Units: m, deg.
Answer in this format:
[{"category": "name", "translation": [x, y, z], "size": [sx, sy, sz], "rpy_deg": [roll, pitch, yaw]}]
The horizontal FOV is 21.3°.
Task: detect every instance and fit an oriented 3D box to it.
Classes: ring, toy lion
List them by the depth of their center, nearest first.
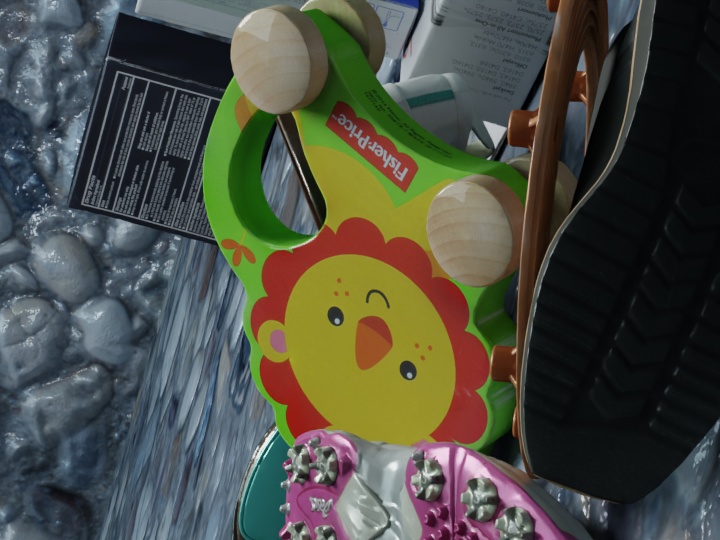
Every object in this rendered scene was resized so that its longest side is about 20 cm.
[{"category": "ring", "translation": [0.073, -0.022, 0.732], "size": [0.200, 0.019, 0.202], "rpy_deg": [6, -90, -78]}, {"category": "toy lion", "translation": [0.000, 0.000, 0.897], "size": [0.068, 0.200, 0.192], "rpy_deg": [-24, -30, -52]}]

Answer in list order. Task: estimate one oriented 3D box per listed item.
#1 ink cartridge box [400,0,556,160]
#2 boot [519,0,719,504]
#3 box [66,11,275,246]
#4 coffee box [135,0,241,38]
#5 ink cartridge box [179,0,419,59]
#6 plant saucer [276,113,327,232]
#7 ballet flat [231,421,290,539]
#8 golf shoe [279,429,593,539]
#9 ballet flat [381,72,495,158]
[{"category": "ink cartridge box", "translation": [0.071, -0.161, 1.013], "size": [0.201, 0.066, 0.117], "rpy_deg": [115, 166, -48]}, {"category": "boot", "translation": [0.101, -0.015, 0.681], "size": [0.138, 0.077, 0.201], "rpy_deg": [127, 166, -81]}, {"category": "box", "translation": [-0.207, -0.156, 2.145], "size": [0.124, 0.197, 0.201], "rpy_deg": [-92, 20, -56]}, {"category": "coffee box", "translation": [-0.052, -0.310, 1.508], "size": [0.198, 0.198, 0.201], "rpy_deg": [116, 164, -51]}, {"category": "ink cartridge box", "translation": [-0.064, -0.185, 1.025], "size": [0.044, 0.198, 0.095], "rpy_deg": [116, 165, -51]}, {"category": "plant saucer", "translation": [0.004, -0.003, 1.032], "size": [0.200, 0.036, 0.202], "rpy_deg": [157, 90, -89]}, {"category": "ballet flat", "translation": [-0.055, 0.184, 1.242], "size": [0.068, 0.067, 0.202], "rpy_deg": [122, 161, -85]}, {"category": "golf shoe", "translation": [0.047, 0.105, 0.786], "size": [0.199, 0.091, 0.076], "rpy_deg": [14, 97, 57]}, {"category": "ballet flat", "translation": [0.041, -0.046, 1.002], "size": [0.200, 0.069, 0.070], "rpy_deg": [73, -154, -69]}]
